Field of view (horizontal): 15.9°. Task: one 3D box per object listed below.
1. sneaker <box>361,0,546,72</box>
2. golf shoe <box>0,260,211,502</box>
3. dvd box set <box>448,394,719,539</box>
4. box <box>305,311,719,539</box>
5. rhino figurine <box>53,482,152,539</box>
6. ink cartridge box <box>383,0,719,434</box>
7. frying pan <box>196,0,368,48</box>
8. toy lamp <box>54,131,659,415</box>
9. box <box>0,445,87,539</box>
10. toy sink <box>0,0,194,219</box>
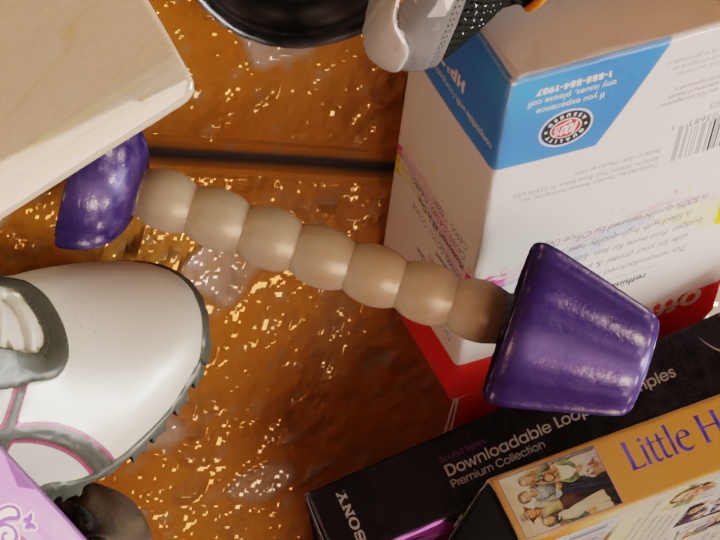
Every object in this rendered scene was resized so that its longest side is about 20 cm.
[{"bbox_3d":[0.077,-0.126,0.827,0.200,0.077,0.078,-46,180,-24],"label":"sneaker"},{"bbox_3d":[-0.130,0.034,0.828,0.199,0.077,0.088,-18,155,-29],"label":"golf shoe"},{"bbox_3d":[0.120,0.086,0.952,0.199,0.030,0.147,-18,157,-21],"label":"dvd box set"},{"bbox_3d":[0.077,0.081,0.984,0.199,0.036,0.143,-24,158,-8],"label":"box"},{"bbox_3d":[-0.085,0.158,0.908,0.059,0.088,0.201,-11,126,0],"label":"rhino figurine"},{"bbox_3d":[0.075,-0.029,0.925,0.115,0.067,0.201,-16,142,-22],"label":"ink cartridge box"},{"bbox_3d":[-0.046,-0.124,0.825,0.189,0.031,0.116,-7,120,-27],"label":"frying pan"},{"bbox_3d":[0.000,0.000,0.850,0.199,0.058,0.059,18,115,0],"label":"toy lamp"},{"bbox_3d":[-0.140,0.120,0.774,0.137,0.039,0.200,-43,115,-8],"label":"box"},{"bbox_3d":[-0.143,-0.068,0.736,0.130,0.200,0.113,-32,102,-8],"label":"toy sink"}]
